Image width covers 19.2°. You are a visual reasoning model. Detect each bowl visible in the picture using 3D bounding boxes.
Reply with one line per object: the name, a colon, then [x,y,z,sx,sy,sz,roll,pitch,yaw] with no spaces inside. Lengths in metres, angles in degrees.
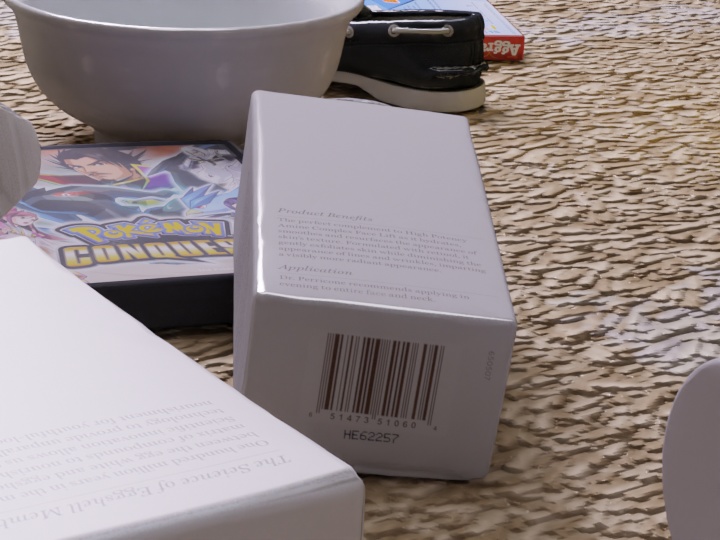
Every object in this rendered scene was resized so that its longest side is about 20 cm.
bowl: [-0.098,-0.113,1.173,0.200,0.091,0.201,2,19,-1]

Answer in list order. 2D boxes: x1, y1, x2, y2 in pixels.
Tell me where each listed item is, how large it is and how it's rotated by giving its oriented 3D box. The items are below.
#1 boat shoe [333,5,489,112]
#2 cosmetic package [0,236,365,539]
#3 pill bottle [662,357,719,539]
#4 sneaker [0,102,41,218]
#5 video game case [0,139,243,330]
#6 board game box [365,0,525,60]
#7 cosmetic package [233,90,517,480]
boat shoe: [-0.011,-0.146,1.319,0.199,0.061,0.076,11,22,22]
cosmetic package: [-0.135,0.089,0.562,0.198,0.124,0.200,-10,22,-31]
pill bottle: [0.205,0.062,0.689,0.199,0.120,0.120,-6,22,-22]
sneaker: [-0.235,-0.042,0.914,0.199,0.079,0.077,-8,12,1]
video game case: [-0.120,-0.019,0.984,0.199,0.026,0.181,-4,24,-25]
board game box: [0.040,-0.179,1.479,0.102,0.020,0.200,1,20,-11]
cosmetic package: [0.000,0.000,0.864,0.101,0.074,0.200,7,25,-5]
